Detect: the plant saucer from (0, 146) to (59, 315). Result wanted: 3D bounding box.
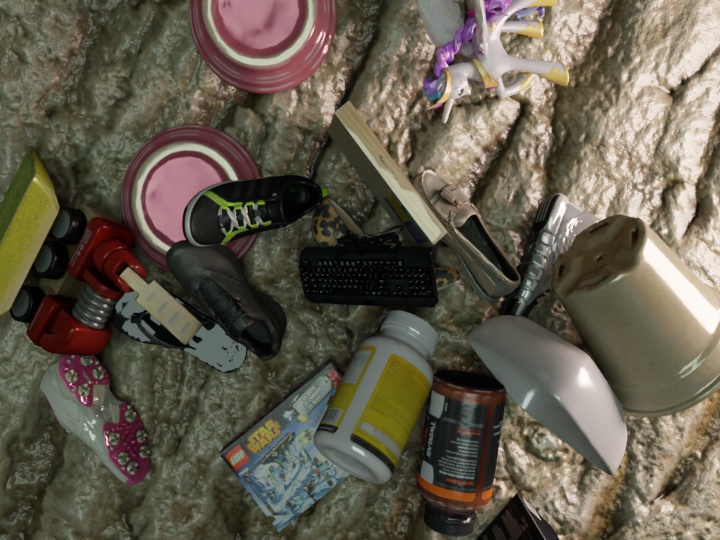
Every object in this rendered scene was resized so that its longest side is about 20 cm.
[{"bbox_3d":[-0.437,-0.042,0.923,0.047,0.199,0.203,26,95,-31],"label":"plant saucer"}]

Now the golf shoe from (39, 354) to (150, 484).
[{"bbox_3d":[-0.361,0.205,0.995,0.090,0.075,0.203,-22,101,30],"label":"golf shoe"}]

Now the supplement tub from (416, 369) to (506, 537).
[{"bbox_3d":[0.132,0.245,0.979,0.104,0.107,0.206,8,94,-2],"label":"supplement tub"}]

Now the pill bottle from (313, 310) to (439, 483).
[{"bbox_3d":[0.028,0.158,0.943,0.110,0.112,0.203,31,65,-3],"label":"pill bottle"}]

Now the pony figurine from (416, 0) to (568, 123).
[{"bbox_3d":[0.158,-0.304,0.934,0.195,0.166,0.198,-15,102,-15],"label":"pony figurine"}]

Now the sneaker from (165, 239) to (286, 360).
[{"bbox_3d":[-0.168,0.038,0.943,0.076,0.091,0.199,-43,112,13],"label":"sneaker"}]

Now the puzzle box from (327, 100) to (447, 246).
[{"bbox_3d":[0.030,-0.117,0.940,0.025,0.133,0.202,-38,95,-5],"label":"puzzle box"}]

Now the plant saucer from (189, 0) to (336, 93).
[{"bbox_3d":[-0.129,-0.339,0.955,0.194,0.051,0.207,0,95,-1],"label":"plant saucer"}]

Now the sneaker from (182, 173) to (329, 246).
[{"bbox_3d":[-0.129,-0.084,0.923,0.197,0.082,0.074,-24,111,-30],"label":"sneaker"}]

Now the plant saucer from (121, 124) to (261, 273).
[{"bbox_3d":[-0.226,-0.093,0.978,0.194,0.051,0.207,0,95,-1],"label":"plant saucer"}]

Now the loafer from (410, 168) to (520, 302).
[{"bbox_3d":[0.144,-0.054,0.969,0.071,0.063,0.202,-36,93,-32],"label":"loafer"}]

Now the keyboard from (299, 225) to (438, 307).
[{"bbox_3d":[0.000,0.000,0.926,0.195,0.040,0.107,0,108,27],"label":"keyboard"}]

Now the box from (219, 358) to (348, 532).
[{"bbox_3d":[-0.077,0.240,1.009,0.198,0.040,0.138,-38,95,1],"label":"box"}]

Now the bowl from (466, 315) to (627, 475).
[{"bbox_3d":[0.241,0.141,0.915,0.075,0.199,0.200,-46,124,-6],"label":"bowl"}]

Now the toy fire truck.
[{"bbox_3d":[-0.318,0.043,0.927,0.199,0.128,0.178,37,99,29],"label":"toy fire truck"}]

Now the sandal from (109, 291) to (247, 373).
[{"bbox_3d":[-0.247,0.077,0.992,0.195,0.043,0.078,20,93,-2],"label":"sandal"}]

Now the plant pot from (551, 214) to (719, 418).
[{"bbox_3d":[0.337,0.042,0.903,0.200,0.201,0.184,-44,109,2],"label":"plant pot"}]

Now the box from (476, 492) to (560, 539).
[{"bbox_3d":[0.205,0.401,0.945,0.079,0.200,0.141,43,93,-4],"label":"box"}]

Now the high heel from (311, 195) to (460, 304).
[{"bbox_3d":[0.032,-0.034,0.973,0.194,0.071,0.147,-5,100,8],"label":"high heel"}]

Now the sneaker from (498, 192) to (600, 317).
[{"bbox_3d":[0.270,0.009,0.984,0.113,0.075,0.204,22,93,-5],"label":"sneaker"}]
